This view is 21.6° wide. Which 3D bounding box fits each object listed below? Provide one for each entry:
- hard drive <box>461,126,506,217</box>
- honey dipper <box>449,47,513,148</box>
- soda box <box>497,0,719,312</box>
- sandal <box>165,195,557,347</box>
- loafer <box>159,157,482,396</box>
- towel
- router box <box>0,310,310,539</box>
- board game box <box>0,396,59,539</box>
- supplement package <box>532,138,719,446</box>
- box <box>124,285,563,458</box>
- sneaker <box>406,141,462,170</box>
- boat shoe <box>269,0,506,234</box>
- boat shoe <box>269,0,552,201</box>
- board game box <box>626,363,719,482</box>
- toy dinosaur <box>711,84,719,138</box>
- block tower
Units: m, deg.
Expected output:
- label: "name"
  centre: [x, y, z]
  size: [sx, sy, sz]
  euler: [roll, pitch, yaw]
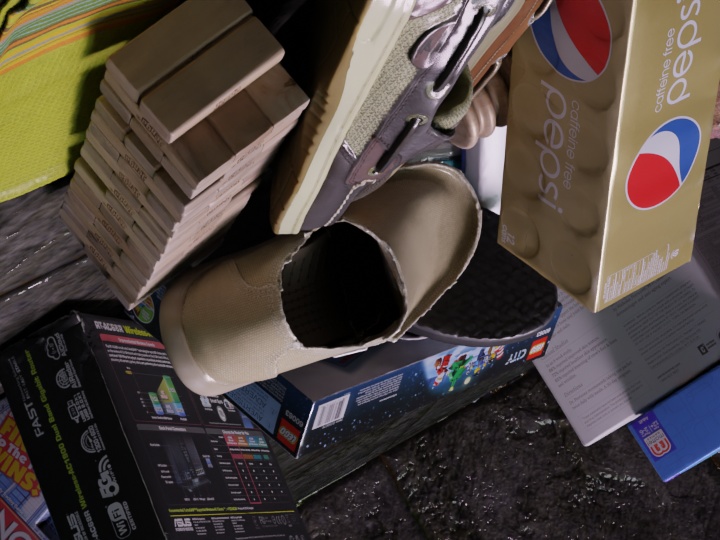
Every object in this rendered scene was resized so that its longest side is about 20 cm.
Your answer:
- label: "hard drive"
  centre: [0.109, -0.092, 0.946]
  size: [0.132, 0.025, 0.200]
  euler: [-28, 146, -19]
- label: "honey dipper"
  centre: [0.118, -0.118, 0.870]
  size: [0.200, 0.038, 0.038]
  euler: [-31, 171, -20]
- label: "soda box"
  centre: [0.108, -0.085, 0.804]
  size: [0.064, 0.068, 0.200]
  euler: [-26, 136, -30]
- label: "sandal"
  centre: [0.000, -0.001, 0.950]
  size: [0.200, 0.075, 0.048]
  euler: [8, 158, 2]
- label: "loafer"
  centre: [-0.001, 0.003, 0.846]
  size: [0.068, 0.076, 0.200]
  euler: [-6, -162, 43]
- label: "towel"
  centre: [-0.105, -0.067, 0.667]
  size: [0.086, 0.018, 0.200]
  euler: [-25, 169, -29]
- label: "router box"
  centre: [-0.113, 0.109, 1.076]
  size: [0.062, 0.150, 0.200]
  euler: [-27, 165, 16]
- label: "board game box"
  centre: [-0.197, 0.159, 1.142]
  size: [0.200, 0.200, 0.062]
  euler: [-49, 167, 15]
- label: "supplement package"
  centre: [0.181, -0.023, 1.231]
  size: [0.151, 0.200, 0.152]
  euler: [-21, 166, -47]
- label: "box"
  centre: [-0.006, 0.020, 1.009]
  size: [0.200, 0.137, 0.038]
  euler: [-17, 134, -44]
- label: "sneaker"
  centre: [0.059, -0.050, 1.045]
  size: [0.200, 0.077, 0.080]
  euler: [6, 113, -60]
- label: "boat shoe"
  centre: [0.010, -0.069, 0.698]
  size: [0.066, 0.072, 0.201]
  euler: [8, 151, -10]
- label: "boat shoe"
  centre: [0.027, -0.094, 0.778]
  size: [0.074, 0.076, 0.200]
  euler: [-27, 171, -39]
- label: "board game box"
  centre: [0.266, 0.058, 1.166]
  size: [0.200, 0.045, 0.152]
  euler: [-35, 170, 11]
- label: "toy dinosaur"
  centre: [0.202, -0.104, 1.020]
  size: [0.086, 0.136, 0.200]
  euler: [-33, -168, -26]
- label: "block tower"
  centre: [-0.074, -0.041, 0.736]
  size: [0.058, 0.054, 0.200]
  euler: [-38, 176, -19]
